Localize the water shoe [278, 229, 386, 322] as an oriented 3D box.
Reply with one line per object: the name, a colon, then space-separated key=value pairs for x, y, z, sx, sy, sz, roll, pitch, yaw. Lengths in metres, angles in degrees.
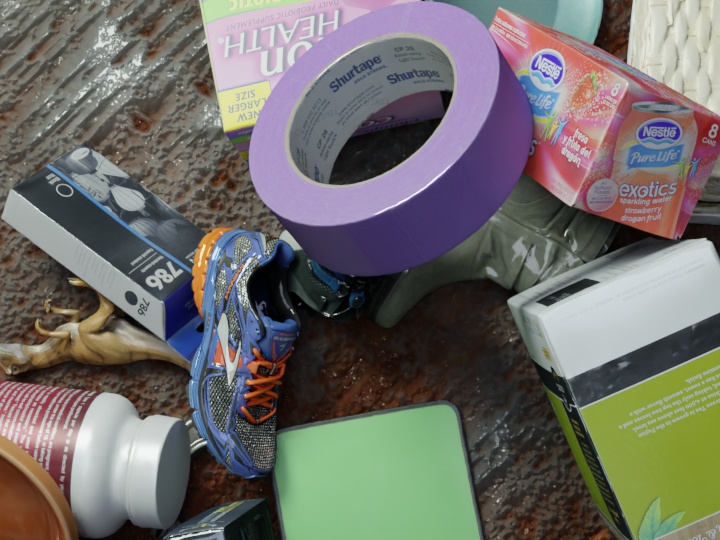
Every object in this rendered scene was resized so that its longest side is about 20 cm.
water shoe: x=0.000 y=0.000 z=1.250 sx=0.071 sy=0.200 sz=0.080 roll=3 pitch=84 yaw=-28

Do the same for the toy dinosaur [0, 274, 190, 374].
toy dinosaur: x=-0.197 y=0.054 z=1.322 sx=0.199 sy=0.060 sz=0.107 roll=3 pitch=103 yaw=11

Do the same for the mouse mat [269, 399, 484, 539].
mouse mat: x=0.018 y=0.211 z=1.279 sx=0.160 sy=0.008 sz=0.201 roll=-9 pitch=78 yaw=-6

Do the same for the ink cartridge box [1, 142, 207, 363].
ink cartridge box: x=-0.181 y=-0.017 z=1.306 sx=0.200 sy=0.039 sz=0.099 roll=36 pitch=40 yaw=9

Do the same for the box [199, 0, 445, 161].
box: x=-0.037 y=-0.212 z=1.323 sx=0.175 sy=0.097 sz=0.201 roll=-12 pitch=79 yaw=4

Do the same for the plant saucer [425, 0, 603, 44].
plant saucer: x=0.112 y=-0.243 z=1.307 sx=0.199 sy=0.036 sz=0.202 roll=9 pitch=75 yaw=-34

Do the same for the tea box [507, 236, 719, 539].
tea box: x=0.211 y=0.089 z=1.181 sx=0.133 sy=0.200 sz=0.198 roll=-23 pitch=93 yaw=0

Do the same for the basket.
basket: x=0.279 y=-0.146 z=1.273 sx=0.135 sy=0.123 sz=0.202 roll=4 pitch=81 yaw=6

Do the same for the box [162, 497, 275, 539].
box: x=-0.087 y=0.277 z=1.194 sx=0.051 sy=0.158 sz=0.201 roll=-12 pitch=89 yaw=7

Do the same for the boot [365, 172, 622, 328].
boot: x=0.109 y=-0.001 z=1.294 sx=0.131 sy=0.068 sz=0.200 roll=43 pitch=87 yaw=5

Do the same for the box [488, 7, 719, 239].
box: x=0.164 y=-0.110 z=1.187 sx=0.102 sy=0.200 sz=0.095 roll=17 pitch=106 yaw=-28

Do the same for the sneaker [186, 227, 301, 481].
sneaker: x=-0.086 y=0.062 z=1.261 sx=0.078 sy=0.075 sz=0.202 roll=-8 pitch=83 yaw=37

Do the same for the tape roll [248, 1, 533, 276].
tape roll: x=0.021 y=-0.096 z=1.164 sx=0.199 sy=0.066 sz=0.201 roll=-17 pitch=48 yaw=20

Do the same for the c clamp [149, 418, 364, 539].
c clamp: x=-0.088 y=0.214 z=1.289 sx=0.200 sy=0.027 sz=0.171 roll=35 pitch=85 yaw=9

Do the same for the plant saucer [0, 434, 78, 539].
plant saucer: x=-0.305 y=0.187 z=1.219 sx=0.199 sy=0.032 sz=0.201 roll=6 pitch=122 yaw=10

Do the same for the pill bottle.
pill bottle: x=-0.240 y=0.147 z=1.263 sx=0.199 sy=0.113 sz=0.114 roll=5 pitch=80 yaw=11
